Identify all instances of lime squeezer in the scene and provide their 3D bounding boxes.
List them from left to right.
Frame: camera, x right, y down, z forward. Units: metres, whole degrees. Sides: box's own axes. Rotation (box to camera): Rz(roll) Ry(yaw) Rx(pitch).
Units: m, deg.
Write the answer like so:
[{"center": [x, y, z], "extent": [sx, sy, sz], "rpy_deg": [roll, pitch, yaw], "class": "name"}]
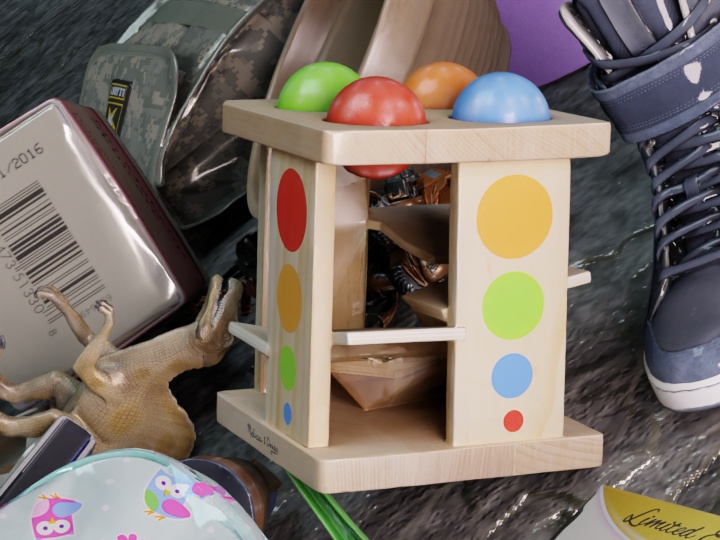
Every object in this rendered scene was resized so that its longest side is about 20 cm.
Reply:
[{"center": [0.003, 0.117, 0.849], "extent": [0.038, 0.071, 0.200], "rpy_deg": [-32, 13, 4], "class": "lime squeezer"}]

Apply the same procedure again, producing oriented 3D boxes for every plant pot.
[{"center": [0.019, -0.104, 1.228], "extent": [0.201, 0.092, 0.201], "rpy_deg": [-57, 18, 31], "class": "plant pot"}]

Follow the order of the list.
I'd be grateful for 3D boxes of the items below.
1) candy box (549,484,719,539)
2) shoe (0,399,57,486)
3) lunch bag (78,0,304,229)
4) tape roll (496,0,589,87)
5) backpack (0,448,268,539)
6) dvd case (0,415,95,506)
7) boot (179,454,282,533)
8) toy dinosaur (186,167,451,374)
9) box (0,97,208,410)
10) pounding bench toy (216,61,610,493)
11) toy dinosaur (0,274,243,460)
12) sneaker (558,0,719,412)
[{"center": [0.062, 0.162, 0.693], "extent": [0.200, 0.061, 0.136], "rpy_deg": [-42, 22, -20], "class": "candy box"}, {"center": [-0.178, 0.107, 1.171], "extent": [0.199, 0.054, 0.070], "rpy_deg": [-24, 23, 26], "class": "shoe"}, {"center": [-0.098, -0.113, 1.440], "extent": [0.200, 0.118, 0.164], "rpy_deg": [-47, 24, -14], "class": "lunch bag"}, {"center": [0.119, -0.187, 1.344], "extent": [0.199, 0.066, 0.200], "rpy_deg": [-30, 22, 14], "class": "tape roll"}, {"center": [-0.112, 0.160, 0.801], "extent": [0.199, 0.167, 0.127], "rpy_deg": [-33, -20, -22], "class": "backpack"}, {"center": [-0.193, 0.172, 0.990], "extent": [0.200, 0.025, 0.151], "rpy_deg": [-53, -5, -43], "class": "dvd case"}, {"center": [-0.108, 0.155, 0.984], "extent": [0.200, 0.075, 0.097], "rpy_deg": [-42, -7, 11], "class": "boot"}, {"center": [0.000, 0.000, 1.127], "extent": [0.200, 0.102, 0.136], "rpy_deg": [-44, -2, 33], "class": "toy dinosaur"}, {"center": [-0.164, -0.012, 1.227], "extent": [0.109, 0.128, 0.200], "rpy_deg": [-33, 3, 1], "class": "box"}, {"center": [0.005, -0.011, 0.953], "extent": [0.123, 0.157, 0.200], "rpy_deg": [-3, 10, -22], "class": "pounding bench toy"}, {"center": [-0.129, 0.071, 1.040], "extent": [0.200, 0.101, 0.058], "rpy_deg": [-51, 16, 36], "class": "toy dinosaur"}, {"center": [0.130, -0.047, 0.924], "extent": [0.077, 0.147, 0.203], "rpy_deg": [-20, 27, 28], "class": "sneaker"}]
